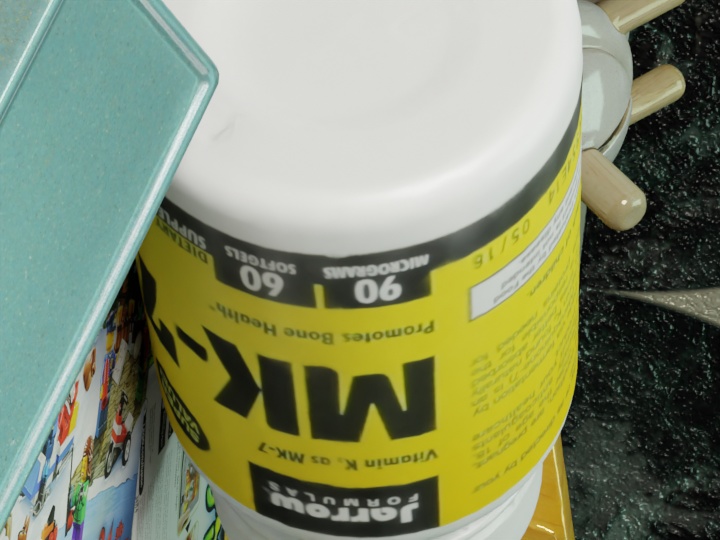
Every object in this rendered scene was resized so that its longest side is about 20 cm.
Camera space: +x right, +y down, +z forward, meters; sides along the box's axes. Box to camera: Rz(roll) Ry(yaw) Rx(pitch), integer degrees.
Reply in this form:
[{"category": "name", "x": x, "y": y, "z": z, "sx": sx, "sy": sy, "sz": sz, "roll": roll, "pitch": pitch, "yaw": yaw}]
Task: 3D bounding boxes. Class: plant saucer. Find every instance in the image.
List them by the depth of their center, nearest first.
[{"category": "plant saucer", "x": -0.084, "y": 0.022, "z": 0.582, "sx": 0.070, "sy": 0.019, "sz": 0.200, "roll": 50, "pitch": 57, "yaw": -49}]

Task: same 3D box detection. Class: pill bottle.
[{"category": "pill bottle", "x": 0.000, "y": 0.000, "z": 0.753, "sx": 0.200, "sy": 0.114, "sz": 0.114, "roll": 84, "pitch": 16, "yaw": -54}]

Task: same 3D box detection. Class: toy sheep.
[{"category": "toy sheep", "x": 0.044, "y": -0.082, "z": 1.092, "sx": 0.200, "sy": 0.138, "sz": 0.138, "roll": 44, "pitch": -33, "yaw": 39}]

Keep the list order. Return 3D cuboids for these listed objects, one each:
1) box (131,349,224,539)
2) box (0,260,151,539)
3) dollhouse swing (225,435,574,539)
[{"category": "box", "x": -0.071, "y": 0.105, "z": 0.888, "sx": 0.110, "sy": 0.035, "sz": 0.200, "roll": -58, "pitch": 154, "yaw": -65}, {"category": "box", "x": -0.089, "y": 0.022, "z": 0.696, "sx": 0.200, "sy": 0.038, "sz": 0.137, "roll": -28, "pitch": 126, "yaw": -80}, {"category": "dollhouse swing", "x": 0.011, "y": 0.049, "z": 1.019, "sx": 0.200, "sy": 0.181, "sz": 0.176, "roll": -62, "pitch": 169, "yaw": -65}]
